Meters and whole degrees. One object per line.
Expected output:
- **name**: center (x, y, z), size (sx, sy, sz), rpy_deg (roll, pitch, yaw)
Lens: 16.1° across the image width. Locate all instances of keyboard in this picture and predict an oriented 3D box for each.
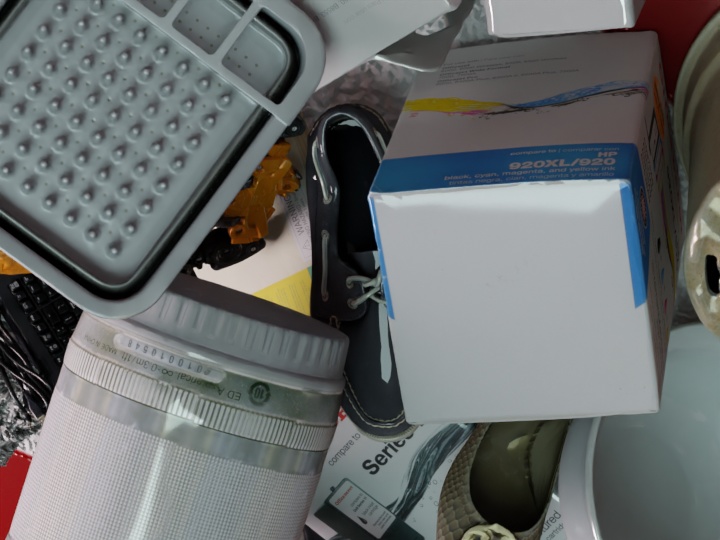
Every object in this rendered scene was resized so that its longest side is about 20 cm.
- **keyboard**: center (-0.181, 0.048, 1.591), size (0.104, 0.040, 0.200), rpy_deg (-33, 69, -8)

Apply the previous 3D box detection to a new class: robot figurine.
- **robot figurine**: center (-0.127, -0.053, 1.470), size (0.200, 0.058, 0.145), rpy_deg (-5, 135, -30)

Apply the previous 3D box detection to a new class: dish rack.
- **dish rack**: center (-0.136, -0.092, 1.370), size (0.172, 0.044, 0.200), rpy_deg (37, 83, -6)

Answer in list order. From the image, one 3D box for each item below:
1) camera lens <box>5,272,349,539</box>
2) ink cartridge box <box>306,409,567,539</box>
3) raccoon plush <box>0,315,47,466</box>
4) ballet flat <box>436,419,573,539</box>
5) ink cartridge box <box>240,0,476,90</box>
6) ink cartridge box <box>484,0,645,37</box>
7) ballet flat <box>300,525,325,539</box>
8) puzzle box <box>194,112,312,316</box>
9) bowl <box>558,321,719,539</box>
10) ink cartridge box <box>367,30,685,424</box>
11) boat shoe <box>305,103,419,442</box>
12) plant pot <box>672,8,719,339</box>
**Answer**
- **camera lens**: center (-0.104, 0.111, 1.443), size (0.160, 0.160, 0.200), rpy_deg (19, 94, 7)
- **ink cartridge box**: center (0.048, 0.127, 1.616), size (0.200, 0.083, 0.147), rpy_deg (38, 123, -5)
- **raccoon plush**: center (-0.202, 0.093, 1.679), size (0.200, 0.097, 0.134), rpy_deg (9, 129, 13)
- **ballet flat**: center (0.099, 0.104, 1.528), size (0.067, 0.200, 0.046), rpy_deg (27, 161, -9)
- **ink cartridge box**: center (-0.022, -0.200, 1.420), size (0.125, 0.129, 0.200), rpy_deg (-28, 107, 30)
- **ink cartridge box**: center (0.107, -0.243, 1.343), size (0.084, 0.145, 0.200), rpy_deg (0, 119, 18)
- **ballet flat**: center (-0.093, 0.180, 1.703), size (0.200, 0.073, 0.073), rpy_deg (-6, 117, 21)
- **puzzle box**: center (-0.067, -0.003, 1.559), size (0.133, 0.025, 0.200), rpy_deg (-25, 81, 28)
- **bowl**: center (0.189, 0.135, 1.532), size (0.201, 0.201, 0.090), rpy_deg (53, 147, -15)
- **ink cartridge box**: center (0.100, -0.028, 1.435), size (0.144, 0.200, 0.148), rpy_deg (-4, 118, 13)
- **boat shoe**: center (0.000, 0.000, 1.479), size (0.072, 0.063, 0.200), rpy_deg (-8, 83, 6)
- **plant pot**: center (0.255, -0.041, 1.390), size (0.200, 0.184, 0.201), rpy_deg (8, 121, 14)
